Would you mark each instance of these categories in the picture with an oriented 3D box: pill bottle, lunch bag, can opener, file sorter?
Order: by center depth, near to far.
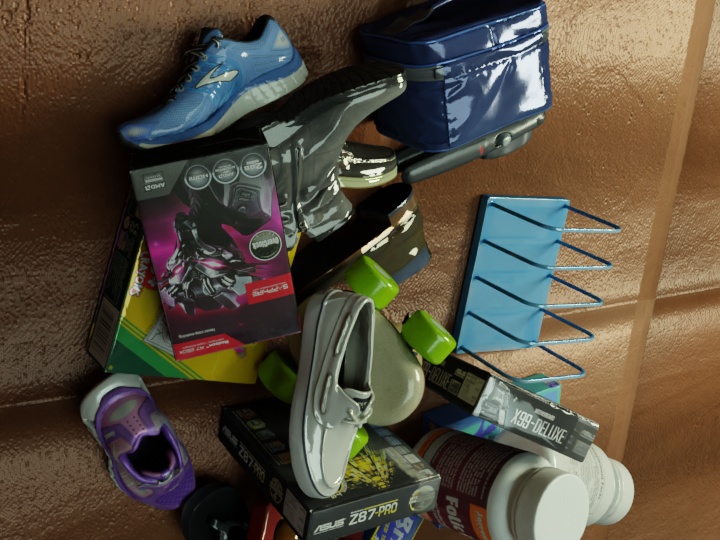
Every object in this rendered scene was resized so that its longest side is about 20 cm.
[{"bbox_3d":[0.106,-0.223,1.101,0.199,0.136,0.133,-25,122,-26],"label":"lunch bag"},{"bbox_3d":[0.124,-0.143,1.194,0.199,0.063,0.079,-25,122,-25],"label":"can opener"},{"bbox_3d":[0.154,0.256,1.224,0.114,0.199,0.115,-6,100,-40],"label":"pill bottle"},{"bbox_3d":[0.217,0.022,1.290,0.138,0.123,0.201,-1,109,-35],"label":"file sorter"},{"bbox_3d":[0.260,0.270,1.370,0.199,0.114,0.115,21,96,-40],"label":"pill bottle"}]

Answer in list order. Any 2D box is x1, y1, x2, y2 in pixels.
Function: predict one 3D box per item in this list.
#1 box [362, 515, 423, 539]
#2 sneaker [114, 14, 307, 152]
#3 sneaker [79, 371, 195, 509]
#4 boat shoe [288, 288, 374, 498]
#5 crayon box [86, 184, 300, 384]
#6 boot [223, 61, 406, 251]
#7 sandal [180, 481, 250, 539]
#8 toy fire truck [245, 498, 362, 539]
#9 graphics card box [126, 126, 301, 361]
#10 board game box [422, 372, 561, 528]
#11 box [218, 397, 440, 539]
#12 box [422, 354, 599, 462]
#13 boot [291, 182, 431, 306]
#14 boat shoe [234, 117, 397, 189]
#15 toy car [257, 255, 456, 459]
[{"bbox_3d":[0.006,0.345,1.312,0.070,0.064,0.201,28,91,-39],"label":"box"},{"bbox_3d":[-0.147,-0.175,0.992,0.200,0.078,0.089,-37,115,-25],"label":"sneaker"},{"bbox_3d":[-0.209,0.190,1.066,0.080,0.088,0.201,-39,141,-19],"label":"sneaker"},{"bbox_3d":[-0.018,0.120,1.015,0.072,0.065,0.201,13,82,-54],"label":"boat shoe"},{"bbox_3d":[-0.160,0.006,1.057,0.172,0.058,0.201,10,103,-38],"label":"crayon box"},{"bbox_3d":[-0.032,-0.108,1.021,0.199,0.070,0.132,-25,118,-1],"label":"boot"},{"bbox_3d":[-0.139,0.308,1.191,0.076,0.043,0.201,-47,136,-28],"label":"sandal"},{"bbox_3d":[-0.063,0.303,1.195,0.200,0.112,0.169,0,81,-54],"label":"toy fire truck"},{"bbox_3d":[-0.130,-0.022,0.973,0.125,0.051,0.201,-12,118,-9],"label":"graphics card box"},{"bbox_3d":[0.171,0.233,1.394,0.199,0.045,0.153,-13,115,-30],"label":"board game box"},{"bbox_3d":[-0.036,0.201,1.133,0.161,0.200,0.049,-5,116,-33],"label":"box"},{"bbox_3d":[0.153,0.146,1.222,0.157,0.200,0.050,25,88,-23],"label":"box"},{"bbox_3d":[0.000,0.000,1.158,0.200,0.075,0.097,-39,124,-18],"label":"boot"},{"bbox_3d":[-0.044,-0.123,1.077,0.199,0.073,0.065,-4,116,-34],"label":"boat shoe"},{"bbox_3d":[0.007,0.087,1.151,0.164,0.158,0.200,-47,174,8],"label":"toy car"}]
